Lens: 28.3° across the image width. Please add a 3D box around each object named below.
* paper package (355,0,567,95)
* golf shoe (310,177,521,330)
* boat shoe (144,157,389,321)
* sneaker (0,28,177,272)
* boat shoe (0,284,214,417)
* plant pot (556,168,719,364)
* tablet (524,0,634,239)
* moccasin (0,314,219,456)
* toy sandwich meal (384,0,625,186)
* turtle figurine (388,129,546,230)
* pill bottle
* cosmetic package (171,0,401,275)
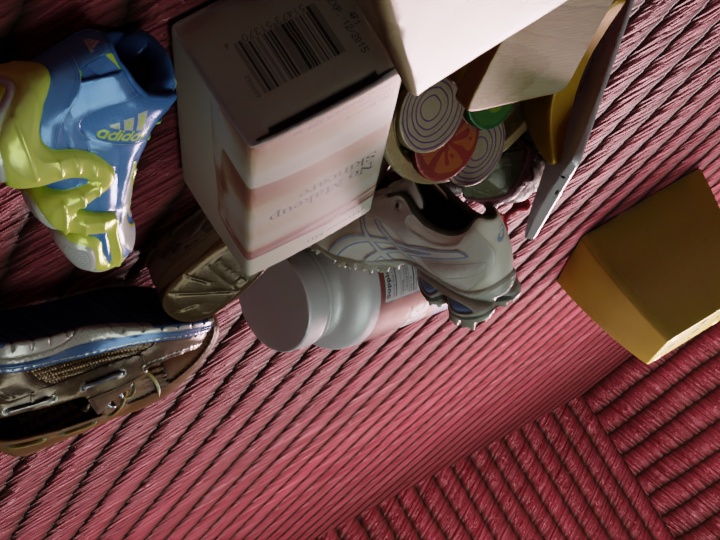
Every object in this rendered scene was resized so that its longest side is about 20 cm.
[{"bbox_3d":[0.072,-0.202,0.675,0.199,0.104,0.191,-32,165,-1],"label":"paper package"},{"bbox_3d":[0.031,-0.042,1.038,0.078,0.199,0.098,-40,140,-37],"label":"golf shoe"},{"bbox_3d":[-0.067,-0.048,1.005,0.199,0.063,0.073,-35,140,1],"label":"boat shoe"},{"bbox_3d":[-0.131,-0.064,0.755,0.105,0.076,0.200,-33,165,-2],"label":"sneaker"},{"bbox_3d":[-0.192,0.059,1.006,0.199,0.072,0.073,-7,117,-42],"label":"boat shoe"},{"bbox_3d":[0.416,0.011,1.979,0.199,0.177,0.200,-29,165,-11],"label":"plant pot"},{"bbox_3d":[0.167,-0.131,1.059,0.130,0.014,0.201,110,1,-65],"label":"tablet"},{"bbox_3d":[-0.202,0.079,1.107,0.200,0.074,0.078,-23,175,0],"label":"moccasin"},{"bbox_3d":[0.096,-0.132,0.919,0.204,0.070,0.206,-31,143,-26],"label":"toy sandwich meal"},{"bbox_3d":[0.096,-0.097,1.098,0.150,0.101,0.200,-48,152,18],"label":"turtle figurine"},{"bbox_3d":[0.000,0.000,1.178,0.199,0.113,0.112,-19,161,-42],"label":"pill bottle"},{"bbox_3d":[-0.046,-0.084,0.843,0.103,0.088,0.200,-30,166,-13],"label":"cosmetic package"}]
